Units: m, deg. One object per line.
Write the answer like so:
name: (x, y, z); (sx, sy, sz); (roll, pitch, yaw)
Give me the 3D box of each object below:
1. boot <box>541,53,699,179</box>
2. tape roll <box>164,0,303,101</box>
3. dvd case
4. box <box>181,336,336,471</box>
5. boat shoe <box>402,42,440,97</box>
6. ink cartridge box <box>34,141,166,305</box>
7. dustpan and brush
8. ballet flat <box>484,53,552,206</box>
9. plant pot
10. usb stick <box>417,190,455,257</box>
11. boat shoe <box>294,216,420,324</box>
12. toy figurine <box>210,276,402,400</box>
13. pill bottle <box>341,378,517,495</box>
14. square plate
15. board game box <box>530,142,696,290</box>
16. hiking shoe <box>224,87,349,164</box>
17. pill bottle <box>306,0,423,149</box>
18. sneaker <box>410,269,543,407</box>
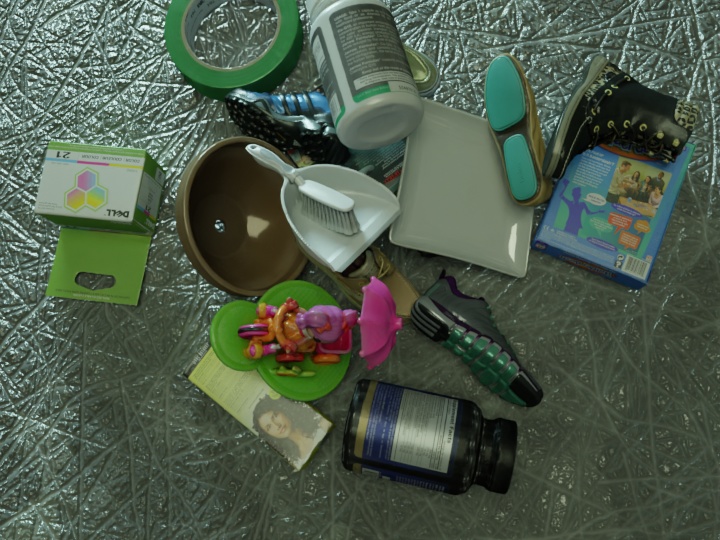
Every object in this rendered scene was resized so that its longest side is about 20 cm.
boot: (0.322, -0.170, 0.838); (0.152, 0.074, 0.205); (27, 62, 11)
tape roll: (-0.185, -0.350, 0.996); (0.197, 0.048, 0.204); (-1, 78, 5)
dvd case: (-0.023, -0.173, 0.941); (0.145, 0.022, 0.201); (-36, 66, -3)
box: (-0.130, 0.166, 0.878); (0.199, 0.050, 0.076); (35, 83, 12)
boat shoe: (0.020, -0.302, 0.952); (0.198, 0.062, 0.073); (25, 88, 4)
ink cartridge box: (-0.366, -0.064, 0.936); (0.146, 0.076, 0.203); (5, 77, 7)
dustpan and brush: (-0.064, -0.097, 0.829); (0.199, 0.058, 0.140); (29, 55, 25)
ballet flat: (0.208, -0.181, 0.891); (0.068, 0.063, 0.203); (-13, 83, 42)
plant pot: (-0.163, -0.064, 0.887); (0.092, 0.199, 0.204); (-9, 73, 45)
usb stick: (0.100, -0.116, 0.926); (0.055, 0.033, 0.203); (-4, 77, 12)
boat shoe: (0.000, 0.000, 0.875); (0.199, 0.066, 0.074); (35, 79, -5)
toy figurine: (-0.044, 0.063, 0.774); (0.198, 0.183, 0.152); (10, 71, -34)
pill bottle: (0.083, 0.204, 0.818); (0.197, 0.112, 0.113); (11, 79, 7)
square plate: (0.140, -0.107, 0.895); (0.196, 0.028, 0.203); (14, 77, -15)
board game box: (0.332, -0.097, 0.894); (0.150, 0.045, 0.202); (23, 81, 10)
hiking shoe: (-0.090, -0.209, 0.928); (0.198, 0.075, 0.087); (24, 58, 15)
pill bottle: (0.000, -0.266, 0.853); (0.112, 0.113, 0.203); (-16, 74, 2)
sneaker: (0.162, 0.082, 0.861); (0.199, 0.075, 0.088); (40, 61, 2)
